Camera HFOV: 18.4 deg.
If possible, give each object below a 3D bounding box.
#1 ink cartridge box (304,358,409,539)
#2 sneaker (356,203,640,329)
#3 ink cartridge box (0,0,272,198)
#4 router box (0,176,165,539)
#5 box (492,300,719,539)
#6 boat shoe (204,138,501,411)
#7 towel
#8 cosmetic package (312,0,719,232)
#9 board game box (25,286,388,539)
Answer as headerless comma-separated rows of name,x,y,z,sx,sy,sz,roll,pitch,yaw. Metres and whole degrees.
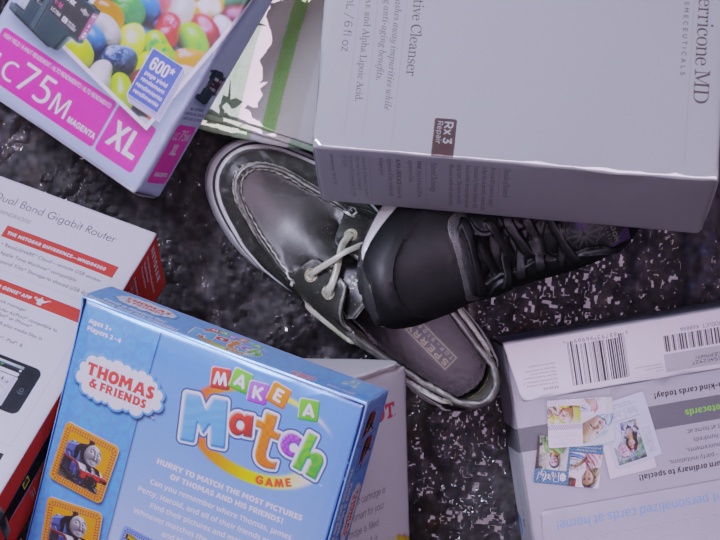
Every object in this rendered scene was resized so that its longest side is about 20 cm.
ink cartridge box,-0.042,0.154,1.154,0.085,0.147,0.201,1,97,31
sneaker,0.090,-0.029,1.159,0.200,0.087,0.076,-30,114,-29
ink cartridge box,-0.108,-0.154,1.165,0.119,0.042,0.200,34,97,14
router box,-0.226,0.030,1.117,0.200,0.049,0.180,20,59,15
box,0.165,0.124,1.239,0.155,0.041,0.201,-10,93,-4
boat shoe,0.000,0.000,1.203,0.200,0.064,0.071,40,89,-6
towel,0.015,-0.125,1.208,0.199,0.023,0.153,16,87,-10
cosmetic package,0.081,-0.089,1.112,0.199,0.081,0.113,3,72,5
board game box,-0.084,0.127,1.062,0.151,0.037,0.201,20,106,17
